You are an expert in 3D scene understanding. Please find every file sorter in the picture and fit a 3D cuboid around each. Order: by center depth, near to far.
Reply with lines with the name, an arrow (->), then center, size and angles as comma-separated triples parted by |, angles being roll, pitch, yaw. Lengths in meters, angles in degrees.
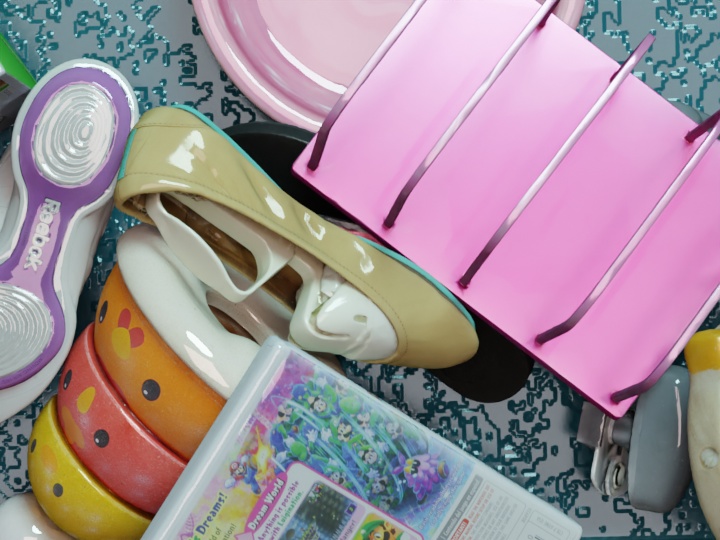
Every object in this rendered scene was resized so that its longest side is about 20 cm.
file sorter -> 0.090, -0.049, 1.339 | 0.200, 0.125, 0.139 | 37, 82, 1

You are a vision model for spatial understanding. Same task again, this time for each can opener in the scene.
can opener -> 0.155, 0.019, 1.428 | 0.067, 0.053, 0.201 | 12, 89, 28

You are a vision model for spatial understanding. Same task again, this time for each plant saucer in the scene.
plant saucer -> 0.014, -0.157, 1.435 | 0.200, 0.051, 0.201 | 0, 90, -1

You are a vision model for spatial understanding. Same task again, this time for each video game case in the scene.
video game case -> -0.020, 0.159, 1.338 | 0.182, 0.024, 0.200 | 32, 90, -19

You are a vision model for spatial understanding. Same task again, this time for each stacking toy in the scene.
stacking toy -> -0.113, 0.089, 1.409 | 0.146, 0.146, 0.200 | 43, 105, 0

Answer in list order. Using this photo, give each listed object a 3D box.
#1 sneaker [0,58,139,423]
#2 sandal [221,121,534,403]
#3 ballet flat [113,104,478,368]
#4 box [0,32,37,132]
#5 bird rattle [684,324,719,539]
sneaker -> -0.159, -0.008, 1.410 | 0.075, 0.100, 0.200 | 28, 94, -3
sandal -> 0.000, 0.000, 1.421 | 0.200, 0.075, 0.045 | 40, 48, -2
ballet flat -> -0.035, 0.002, 1.365 | 0.200, 0.069, 0.063 | 35, 54, -12
box -> -0.254, -0.075, 1.358 | 0.176, 0.200, 0.097 | -36, 90, -2
bird rattle -> 0.205, 0.088, 1.388 | 0.112, 0.163, 0.201 | 2, 95, 40
